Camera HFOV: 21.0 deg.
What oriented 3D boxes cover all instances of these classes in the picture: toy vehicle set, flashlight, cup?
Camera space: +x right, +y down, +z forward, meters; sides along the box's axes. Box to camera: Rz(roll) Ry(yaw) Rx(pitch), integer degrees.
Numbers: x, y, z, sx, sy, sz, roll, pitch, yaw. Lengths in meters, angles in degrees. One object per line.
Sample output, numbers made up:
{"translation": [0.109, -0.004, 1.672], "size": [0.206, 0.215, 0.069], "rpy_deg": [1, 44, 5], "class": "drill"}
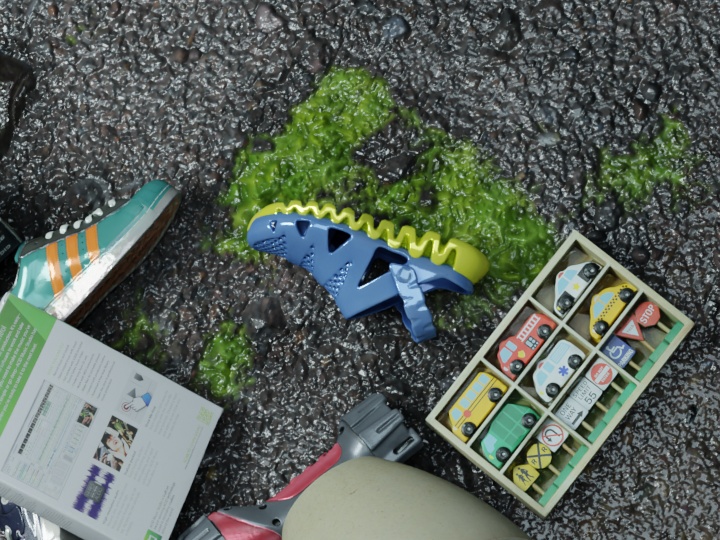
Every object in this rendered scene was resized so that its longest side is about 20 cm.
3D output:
{"translation": [0.161, 0.084, 1.564], "size": [0.124, 0.027, 0.200], "rpy_deg": [37, 81, 11], "class": "toy vehicle set"}
{"translation": [-0.049, 0.175, 1.538], "size": [0.200, 0.068, 0.068], "rpy_deg": [-40, 103, -10], "class": "flashlight"}
{"translation": [0.019, 0.226, 1.467], "size": [0.200, 0.201, 0.143], "rpy_deg": [-38, 57, -6], "class": "cup"}

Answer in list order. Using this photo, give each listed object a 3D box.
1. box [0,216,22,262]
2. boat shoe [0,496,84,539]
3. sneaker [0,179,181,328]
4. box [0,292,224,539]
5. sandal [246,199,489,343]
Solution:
{"translation": [-0.400, -0.011, 1.589], "size": [0.200, 0.046, 0.159], "rpy_deg": [-44, 60, -8], "class": "box"}
{"translation": [-0.274, 0.189, 1.549], "size": [0.092, 0.075, 0.201], "rpy_deg": [-19, 74, 13], "class": "boat shoe"}
{"translation": [-0.236, -0.012, 1.588], "size": [0.080, 0.071, 0.200], "rpy_deg": [44, 83, 8], "class": "sneaker"}
{"translation": [-0.221, 0.126, 1.516], "size": [0.199, 0.036, 0.145], "rpy_deg": [31, 59, -14], "class": "box"}
{"translation": [0.000, 0.000, 1.571], "size": [0.199, 0.080, 0.088], "rpy_deg": [15, 81, 9], "class": "sandal"}
